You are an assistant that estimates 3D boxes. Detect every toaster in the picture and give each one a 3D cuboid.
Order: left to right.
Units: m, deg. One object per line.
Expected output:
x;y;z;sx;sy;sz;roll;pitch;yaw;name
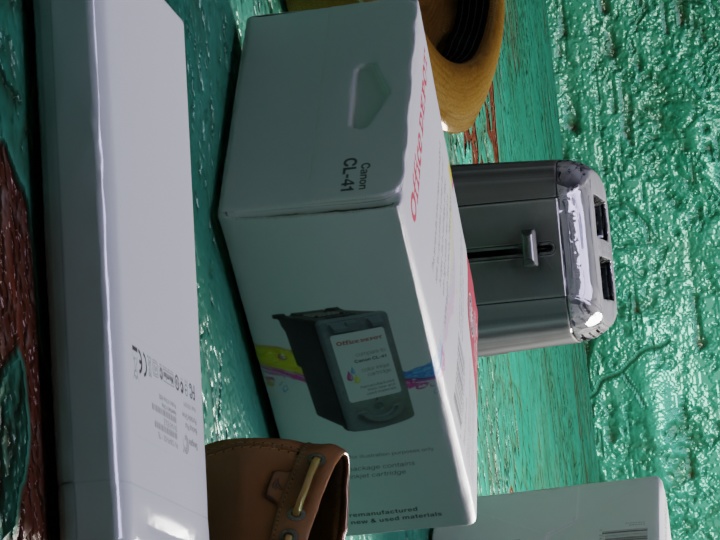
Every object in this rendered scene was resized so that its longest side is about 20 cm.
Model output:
0.078;-0.005;1.711;0.200;0.128;0.114;18;67;-81;toaster

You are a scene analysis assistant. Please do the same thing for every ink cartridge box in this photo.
0.000;0.000;1.339;0.148;0.085;0.201;-85;165;-48;ink cartridge box

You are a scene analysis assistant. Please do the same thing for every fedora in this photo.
0.009;-0.159;1.495;0.200;0.081;0.202;-5;90;-69;fedora

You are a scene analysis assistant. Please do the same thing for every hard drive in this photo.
-0.080;-0.002;1.006;0.132;0.027;0.201;47;39;-76;hard drive

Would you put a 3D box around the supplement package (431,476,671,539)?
0.123;0.258;1.779;0.191;0.146;0.201;-72;154;-69;supplement package

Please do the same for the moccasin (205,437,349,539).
-0.027;0.153;1.085;0.074;0.077;0.202;75;13;-48;moccasin
